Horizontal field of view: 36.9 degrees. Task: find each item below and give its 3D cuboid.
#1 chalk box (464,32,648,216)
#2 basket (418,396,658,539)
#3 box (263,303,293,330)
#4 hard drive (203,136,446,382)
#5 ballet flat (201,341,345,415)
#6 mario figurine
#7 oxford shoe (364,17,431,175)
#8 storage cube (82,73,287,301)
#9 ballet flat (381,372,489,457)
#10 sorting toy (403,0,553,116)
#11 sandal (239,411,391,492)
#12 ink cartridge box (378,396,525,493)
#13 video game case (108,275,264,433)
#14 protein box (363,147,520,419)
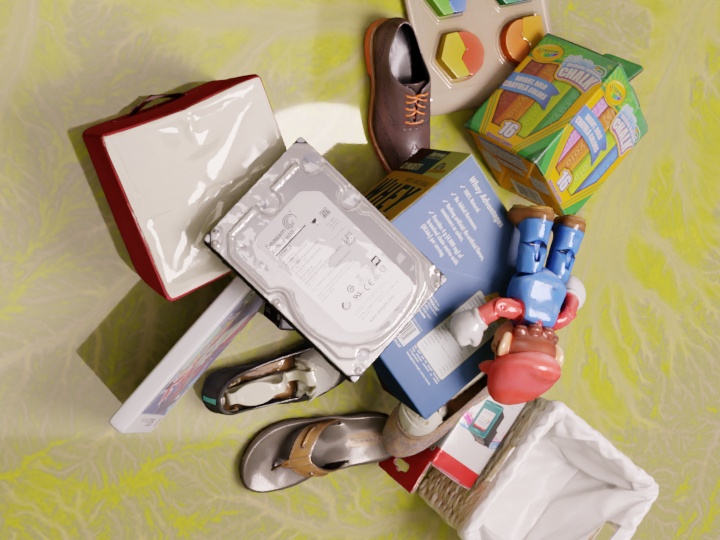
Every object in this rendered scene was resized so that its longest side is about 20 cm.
[{"bbox_3d":[0.246,-0.185,1.270,0.200,0.125,0.124,-49,136,-7],"label":"chalk box"},{"bbox_3d":[0.215,0.273,1.323,0.200,0.161,0.199,40,83,-20],"label":"basket"},{"bbox_3d":[0.000,0.000,1.248,0.199,0.079,0.142,6,99,-21],"label":"box"},{"bbox_3d":[-0.033,-0.010,1.036,0.200,0.038,0.140,44,80,-3],"label":"hard drive"},{"bbox_3d":[-0.083,0.128,1.240,0.199,0.068,0.068,-17,103,-18],"label":"ballet flat"},{"bbox_3d":[0.163,0.037,1.102,0.123,0.106,0.201,13,84,14],"label":"mario figurine"},{"bbox_3d":[0.049,-0.189,1.241,0.071,0.072,0.201,-17,103,-18],"label":"oxford shoe"},{"bbox_3d":[-0.169,-0.089,1.118,0.170,0.180,0.201,-24,104,-16],"label":"storage cube"},{"bbox_3d":[0.094,0.138,1.215,0.200,0.068,0.067,-40,154,10],"label":"ballet flat"},{"bbox_3d":[0.146,-0.299,1.281,0.184,0.036,0.201,-15,103,-18],"label":"sorting toy"},{"bbox_3d":[-0.044,0.214,1.268,0.198,0.055,0.082,-7,97,-9],"label":"sandal"},{"bbox_3d":[0.116,0.181,1.297,0.067,0.116,0.201,36,85,-21],"label":"ink cartridge box"},{"bbox_3d":[-0.177,0.091,1.144,0.023,0.182,0.200,40,82,4],"label":"video game case"},{"bbox_3d":[0.069,0.009,1.162,0.200,0.135,0.199,-39,109,-10],"label":"protein box"}]
